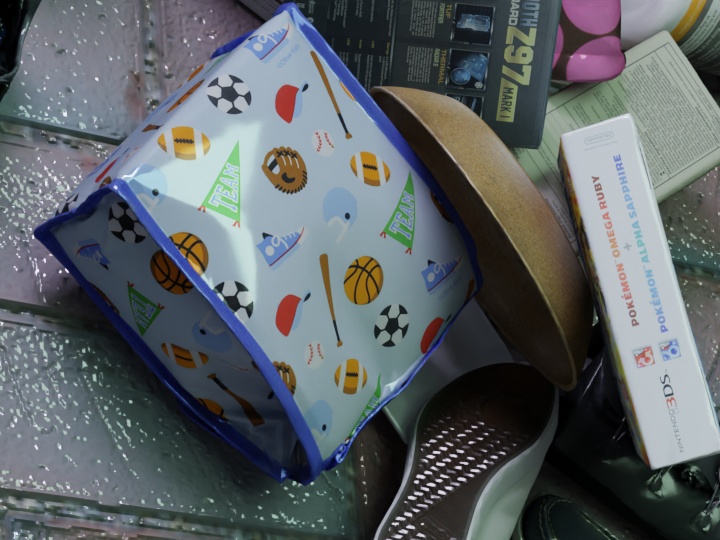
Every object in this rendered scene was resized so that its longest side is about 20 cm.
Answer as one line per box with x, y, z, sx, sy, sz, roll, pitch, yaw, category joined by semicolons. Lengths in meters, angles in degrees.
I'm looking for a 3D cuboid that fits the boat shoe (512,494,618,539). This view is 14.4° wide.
0.165;0.206;1.627;0.075;0.062;0.200;-34;88;-40;boat shoe

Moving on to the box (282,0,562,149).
0.036;-0.167;1.591;0.157;0.200;0.051;6;39;2;box

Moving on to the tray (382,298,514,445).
0.000;0.000;1.642;0.107;0.022;0.200;-33;88;-43;tray

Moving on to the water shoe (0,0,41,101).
-0.226;-0.089;1.484;0.071;0.079;0.200;31;52;-19;water shoe

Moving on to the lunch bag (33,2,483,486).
-0.045;-0.008;1.528;0.200;0.124;0.170;48;60;-11;lunch bag

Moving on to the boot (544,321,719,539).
0.209;0.095;1.714;0.200;0.066;0.165;36;57;-12;boot

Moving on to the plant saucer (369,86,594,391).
0.075;-0.026;1.572;0.035;0.200;0.200;-33;88;-8;plant saucer

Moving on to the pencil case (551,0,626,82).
0.112;-0.213;1.688;0.094;0.090;0.201;-63;152;-67;pencil case

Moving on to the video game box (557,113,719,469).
0.150;0.014;1.556;0.047;0.200;0.183;-17;87;3;video game box

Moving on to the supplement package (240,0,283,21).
-0.018;-0.257;1.706;0.156;0.111;0.200;36;51;-15;supplement package

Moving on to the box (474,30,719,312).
0.133;-0.062;1.735;0.200;0.078;0.095;-29;86;-42;box

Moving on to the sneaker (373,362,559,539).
0.053;0.132;1.585;0.073;0.085;0.200;17;43;18;sneaker

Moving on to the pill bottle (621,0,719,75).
0.254;-0.182;1.864;0.200;0.116;0.117;12;60;-32;pill bottle
